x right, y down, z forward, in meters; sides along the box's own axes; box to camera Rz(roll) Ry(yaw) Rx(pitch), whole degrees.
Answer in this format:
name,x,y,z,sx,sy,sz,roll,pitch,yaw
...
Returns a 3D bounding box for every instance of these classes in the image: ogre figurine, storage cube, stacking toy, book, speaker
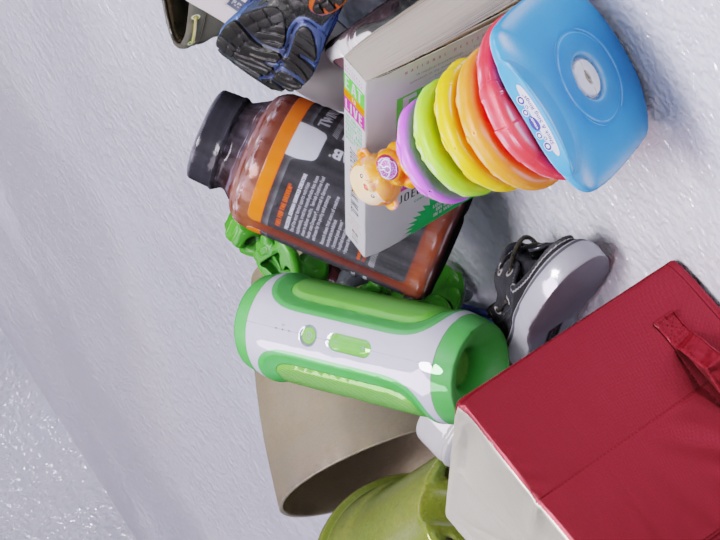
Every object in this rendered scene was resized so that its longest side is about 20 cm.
name,x,y,z,sx,sy,sz,roll,pitch,yaw
ogre figurine,0.000,0.000,1.843,0.200,0.120,0.098,17,118,31
storage cube,0.176,0.135,1.530,0.171,0.180,0.200,50,162,24
stacking toy,0.064,-0.084,1.450,0.200,0.110,0.116,-23,103,40
book,0.048,-0.103,1.554,0.048,0.134,0.200,50,161,26
speaker,0.006,0.055,1.719,0.200,0.088,0.089,12,135,36

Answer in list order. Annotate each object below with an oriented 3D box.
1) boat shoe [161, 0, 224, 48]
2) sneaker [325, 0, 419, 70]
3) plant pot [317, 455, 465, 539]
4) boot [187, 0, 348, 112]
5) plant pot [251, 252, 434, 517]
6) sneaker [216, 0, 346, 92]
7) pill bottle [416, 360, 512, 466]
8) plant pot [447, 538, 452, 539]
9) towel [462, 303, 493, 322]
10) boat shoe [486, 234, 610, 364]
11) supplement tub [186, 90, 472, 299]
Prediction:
name,x,y,z,sx,sy,sz,roll,pitch,yaw
boat shoe,-0.141,-0.262,1.918,0.072,0.060,0.202,45,158,36
sneaker,0.044,-0.134,1.637,0.116,0.076,0.200,55,173,-5
plant pot,0.081,0.223,1.873,0.200,0.200,0.184,55,152,12
boot,-0.053,-0.208,1.780,0.200,0.090,0.073,38,136,-16
plant pot,-0.015,0.078,1.992,0.187,0.187,0.200,109,141,-68
sneaker,-0.038,-0.197,1.679,0.075,0.078,0.200,36,143,-6
pill bottle,0.141,0.156,1.738,0.200,0.114,0.114,45,159,21
plant pot,0.081,0.299,2.082,0.173,0.200,0.200,-4,117,51
towel,0.132,0.116,1.871,0.200,0.024,0.147,64,161,-16
boat shoe,0.123,0.010,1.662,0.066,0.070,0.200,53,169,13
supplement tub,-0.023,-0.062,1.726,0.200,0.107,0.107,23,156,4
